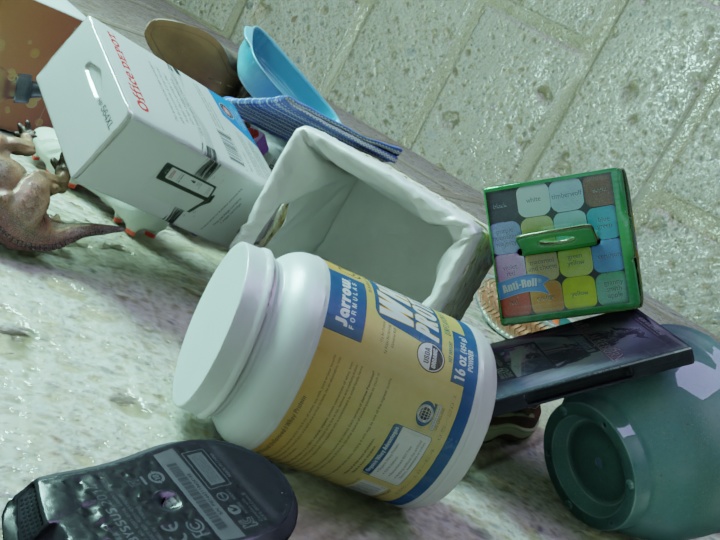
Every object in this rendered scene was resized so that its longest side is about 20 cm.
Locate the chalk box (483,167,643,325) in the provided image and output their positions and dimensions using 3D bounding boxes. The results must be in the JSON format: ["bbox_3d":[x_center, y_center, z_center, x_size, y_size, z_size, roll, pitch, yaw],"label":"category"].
[{"bbox_3d":[0.184,-0.019,0.914,0.124,0.125,0.200,-8,-1,17],"label":"chalk box"}]

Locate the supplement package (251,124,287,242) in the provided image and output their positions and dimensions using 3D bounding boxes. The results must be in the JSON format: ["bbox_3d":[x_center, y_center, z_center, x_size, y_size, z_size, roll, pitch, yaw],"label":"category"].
[{"bbox_3d":[-0.170,-0.134,1.270,0.200,0.120,0.121,33,13,18],"label":"supplement package"}]

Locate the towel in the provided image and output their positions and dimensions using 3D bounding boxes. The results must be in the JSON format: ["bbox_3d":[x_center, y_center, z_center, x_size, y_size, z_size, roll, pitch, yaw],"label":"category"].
[{"bbox_3d":[-0.057,-0.154,1.088,0.144,0.024,0.200,23,-3,-27],"label":"towel"}]

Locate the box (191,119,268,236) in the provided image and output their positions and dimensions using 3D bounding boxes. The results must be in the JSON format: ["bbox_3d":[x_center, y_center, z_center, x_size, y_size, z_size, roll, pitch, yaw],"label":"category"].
[{"bbox_3d":[-0.225,-0.147,1.172,0.199,0.137,0.039,32,-18,16],"label":"box"}]

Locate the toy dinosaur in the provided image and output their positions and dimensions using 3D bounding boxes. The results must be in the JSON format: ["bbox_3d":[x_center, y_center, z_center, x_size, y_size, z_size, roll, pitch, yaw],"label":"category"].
[{"bbox_3d":[-0.298,-0.062,0.831,0.200,0.086,0.136,39,18,-11],"label":"toy dinosaur"}]

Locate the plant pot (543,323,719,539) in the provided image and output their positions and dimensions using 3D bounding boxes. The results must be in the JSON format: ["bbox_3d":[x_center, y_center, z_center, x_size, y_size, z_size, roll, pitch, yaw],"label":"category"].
[{"bbox_3d":[0.255,0.162,0.938,0.134,0.201,0.200,-13,35,-30],"label":"plant pot"}]

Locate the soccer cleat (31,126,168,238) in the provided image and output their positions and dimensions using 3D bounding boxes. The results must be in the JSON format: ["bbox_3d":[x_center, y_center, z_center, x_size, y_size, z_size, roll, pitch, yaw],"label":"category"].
[{"bbox_3d":[-0.265,-0.109,1.070,0.200,0.078,0.069,34,14,23],"label":"soccer cleat"}]

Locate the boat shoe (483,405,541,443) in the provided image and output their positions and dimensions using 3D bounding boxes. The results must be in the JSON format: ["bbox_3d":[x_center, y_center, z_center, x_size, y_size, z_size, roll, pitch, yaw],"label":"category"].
[{"bbox_3d":[0.149,0.127,1.041,0.075,0.075,0.202,34,14,22],"label":"boat shoe"}]

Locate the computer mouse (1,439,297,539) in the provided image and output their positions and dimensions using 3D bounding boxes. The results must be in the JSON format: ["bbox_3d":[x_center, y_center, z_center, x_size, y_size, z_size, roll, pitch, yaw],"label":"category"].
[{"bbox_3d":[-0.122,0.135,0.514,0.199,0.053,0.138,-1,32,-42],"label":"computer mouse"}]

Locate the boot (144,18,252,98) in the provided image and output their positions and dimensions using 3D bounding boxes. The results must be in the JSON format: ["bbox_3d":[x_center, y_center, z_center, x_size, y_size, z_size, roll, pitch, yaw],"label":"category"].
[{"bbox_3d":[-0.184,-0.256,1.274,0.200,0.070,0.146,36,12,-24],"label":"boot"}]

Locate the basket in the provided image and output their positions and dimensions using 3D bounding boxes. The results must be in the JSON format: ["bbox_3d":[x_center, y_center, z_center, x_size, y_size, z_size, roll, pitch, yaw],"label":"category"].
[{"bbox_3d":[0.000,0.000,0.958,0.199,0.199,0.161,32,9,16],"label":"basket"}]

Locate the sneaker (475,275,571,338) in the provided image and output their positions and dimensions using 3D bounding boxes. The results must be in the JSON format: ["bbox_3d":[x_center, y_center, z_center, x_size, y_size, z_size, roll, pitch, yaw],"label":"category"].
[{"bbox_3d":[0.251,0.080,1.471,0.200,0.072,0.080,41,12,26],"label":"sneaker"}]

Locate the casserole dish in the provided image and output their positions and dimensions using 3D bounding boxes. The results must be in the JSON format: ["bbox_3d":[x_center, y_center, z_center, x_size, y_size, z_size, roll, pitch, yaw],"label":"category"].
[{"bbox_3d":[-0.086,-0.207,1.235,0.200,0.039,0.121,47,20,-29],"label":"casserole dish"}]

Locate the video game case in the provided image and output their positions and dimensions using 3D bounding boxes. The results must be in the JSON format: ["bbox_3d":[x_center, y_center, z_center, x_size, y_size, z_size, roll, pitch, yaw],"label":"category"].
[{"bbox_3d":[0.176,0.081,0.916,0.199,0.019,0.143,-16,13,-2],"label":"video game case"}]

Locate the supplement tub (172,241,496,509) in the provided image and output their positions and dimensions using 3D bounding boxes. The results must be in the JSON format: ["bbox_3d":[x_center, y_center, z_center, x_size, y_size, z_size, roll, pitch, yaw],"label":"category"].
[{"bbox_3d":[-0.019,0.074,0.734,0.199,0.145,0.145,24,14,-20],"label":"supplement tub"}]

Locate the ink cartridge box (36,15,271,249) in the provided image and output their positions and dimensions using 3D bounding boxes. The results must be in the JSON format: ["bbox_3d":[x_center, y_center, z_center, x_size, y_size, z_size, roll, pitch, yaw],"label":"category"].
[{"bbox_3d":[-0.183,-0.122,0.942,0.200,0.084,0.146,26,28,-50],"label":"ink cartridge box"}]

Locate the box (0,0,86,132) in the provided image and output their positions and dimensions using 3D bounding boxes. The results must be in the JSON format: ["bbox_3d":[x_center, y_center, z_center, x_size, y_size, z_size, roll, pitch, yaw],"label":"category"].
[{"bbox_3d":[-0.422,-0.254,1.127,0.199,0.153,0.106,16,17,-43],"label":"box"}]
